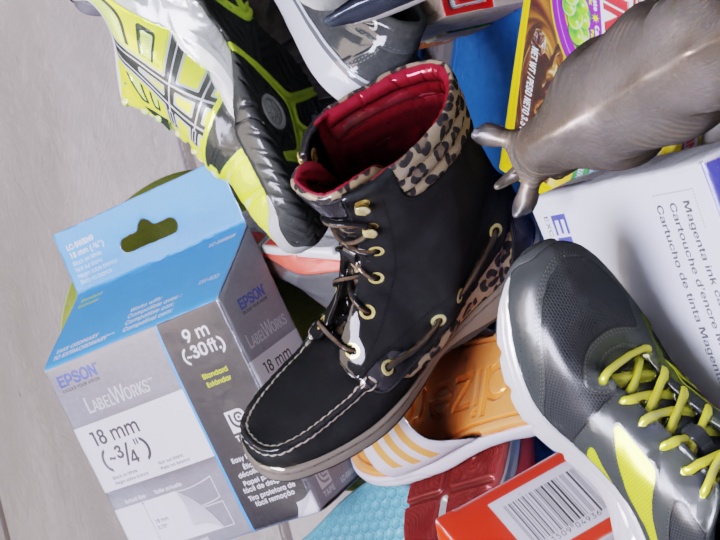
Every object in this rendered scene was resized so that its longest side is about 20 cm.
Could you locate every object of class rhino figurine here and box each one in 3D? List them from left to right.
[{"bbox_3d":[0.114,-0.075,0.841,0.200,0.087,0.060,-31,90,51],"label":"rhino figurine"}]

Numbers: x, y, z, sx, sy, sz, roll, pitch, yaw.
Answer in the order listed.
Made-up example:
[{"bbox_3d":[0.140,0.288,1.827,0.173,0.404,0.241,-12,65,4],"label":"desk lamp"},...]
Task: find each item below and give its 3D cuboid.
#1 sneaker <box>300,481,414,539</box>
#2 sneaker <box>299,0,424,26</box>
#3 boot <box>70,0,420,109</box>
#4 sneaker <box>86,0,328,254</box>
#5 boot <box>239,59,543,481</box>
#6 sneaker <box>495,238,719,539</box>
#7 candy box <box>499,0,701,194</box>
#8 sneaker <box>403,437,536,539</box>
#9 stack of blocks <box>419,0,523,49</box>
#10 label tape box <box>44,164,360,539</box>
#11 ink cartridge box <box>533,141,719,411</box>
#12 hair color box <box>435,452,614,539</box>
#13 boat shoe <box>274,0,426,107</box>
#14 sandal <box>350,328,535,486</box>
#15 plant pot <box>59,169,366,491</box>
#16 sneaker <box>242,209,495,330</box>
[{"bbox_3d":[-0.001,0.205,1.201,0.199,0.130,0.080,-37,56,25],"label":"sneaker"},{"bbox_3d":[0.007,-0.157,0.886,0.199,0.128,0.080,24,123,61],"label":"sneaker"},{"bbox_3d":[-0.056,-0.133,1.099,0.070,0.198,0.133,122,133,-58],"label":"boot"},{"bbox_3d":[-0.080,-0.096,1.040,0.076,0.075,0.201,-30,85,27],"label":"sneaker"},{"bbox_3d":[0.000,0.000,0.995,0.073,0.199,0.151,44,168,41],"label":"boot"},{"bbox_3d":[0.132,0.071,0.832,0.201,0.074,0.084,59,150,-9],"label":"sneaker"},{"bbox_3d":[0.118,-0.111,0.908,0.102,0.026,0.201,33,134,32],"label":"candy box"},{"bbox_3d":[0.087,0.166,1.095,0.078,0.115,0.202,-21,47,48],"label":"sneaker"},{"bbox_3d":[0.048,-0.186,1.010,0.200,0.058,0.116,-16,87,66],"label":"stack of blocks"},{"bbox_3d":[-0.106,0.058,1.154,0.143,0.063,0.201,-21,98,34],"label":"label tape box"},{"bbox_3d":[0.167,0.043,0.853,0.200,0.043,0.198,-10,103,67],"label":"ink cartridge box"},{"bbox_3d":[0.106,0.180,0.963,0.061,0.101,0.201,47,158,46],"label":"hair color box"},{"bbox_3d":[-0.022,-0.170,1.033,0.201,0.068,0.057,59,134,29],"label":"boat shoe"},{"bbox_3d":[0.050,0.057,1.065,0.206,0.059,0.080,-24,51,47],"label":"sandal"},{"bbox_3d":[-0.058,0.055,1.258,0.199,0.186,0.189,26,127,41],"label":"plant pot"},{"bbox_3d":[-0.004,0.007,1.159,0.199,0.077,0.083,12,127,41],"label":"sneaker"}]
